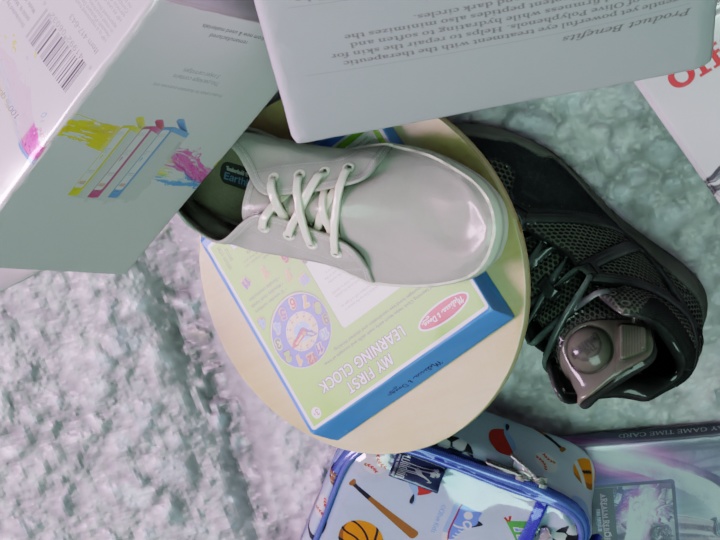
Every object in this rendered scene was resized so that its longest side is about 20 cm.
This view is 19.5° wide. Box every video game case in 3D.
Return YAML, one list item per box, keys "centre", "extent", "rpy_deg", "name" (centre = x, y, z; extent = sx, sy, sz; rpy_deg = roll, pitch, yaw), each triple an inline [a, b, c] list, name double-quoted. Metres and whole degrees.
- centre: [0.195, 0.154, 1.232]
  extent: [0.200, 0.019, 0.143]
  rpy_deg: [-5, 117, 7]
  name: "video game case"

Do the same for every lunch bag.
- centre: [0.047, 0.165, 1.205]
  extent: [0.160, 0.076, 0.200]
  rpy_deg: [22, 124, -1]
  name: "lunch bag"

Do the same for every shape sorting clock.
- centre: [0.000, 0.000, 1.113]
  extent: [0.200, 0.039, 0.200]
  rpy_deg: [6, 102, 32]
  name: "shape sorting clock"

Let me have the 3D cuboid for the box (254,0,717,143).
- centre: [0.042, -0.190, 0.919]
  extent: [0.199, 0.200, 0.171]
  rpy_deg: [-11, 156, 2]
  name: "box"

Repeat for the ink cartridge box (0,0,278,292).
- centre: [-0.146, -0.095, 1.037]
  extent: [0.200, 0.125, 0.129]
  rpy_deg: [-48, 62, 24]
  name: "ink cartridge box"

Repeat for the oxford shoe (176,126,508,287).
- centre: [-0.019, -0.032, 1.062]
  extent: [0.200, 0.058, 0.075]
  rpy_deg: [14, 104, 28]
  name: "oxford shoe"

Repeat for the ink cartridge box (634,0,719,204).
- centre: [0.243, -0.082, 1.067]
  extent: [0.145, 0.084, 0.200]
  rpy_deg: [-32, 112, 18]
  name: "ink cartridge box"

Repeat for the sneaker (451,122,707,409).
- centre: [0.099, -0.001, 1.104]
  extent: [0.199, 0.114, 0.076]
  rpy_deg: [37, 114, -10]
  name: "sneaker"
